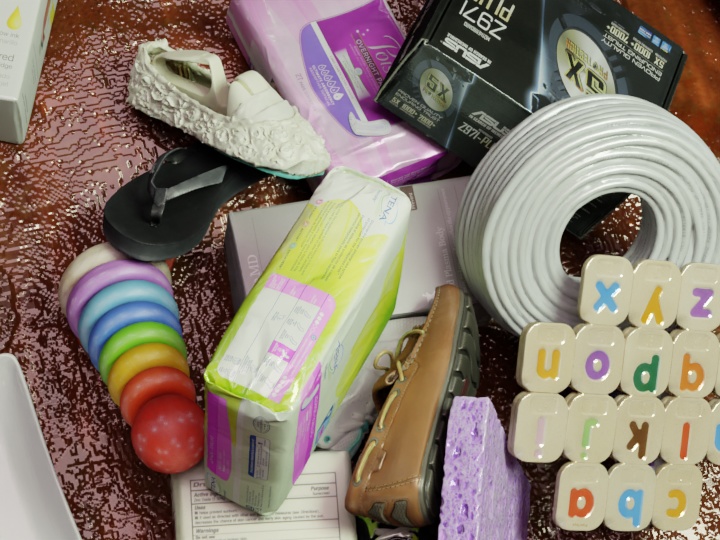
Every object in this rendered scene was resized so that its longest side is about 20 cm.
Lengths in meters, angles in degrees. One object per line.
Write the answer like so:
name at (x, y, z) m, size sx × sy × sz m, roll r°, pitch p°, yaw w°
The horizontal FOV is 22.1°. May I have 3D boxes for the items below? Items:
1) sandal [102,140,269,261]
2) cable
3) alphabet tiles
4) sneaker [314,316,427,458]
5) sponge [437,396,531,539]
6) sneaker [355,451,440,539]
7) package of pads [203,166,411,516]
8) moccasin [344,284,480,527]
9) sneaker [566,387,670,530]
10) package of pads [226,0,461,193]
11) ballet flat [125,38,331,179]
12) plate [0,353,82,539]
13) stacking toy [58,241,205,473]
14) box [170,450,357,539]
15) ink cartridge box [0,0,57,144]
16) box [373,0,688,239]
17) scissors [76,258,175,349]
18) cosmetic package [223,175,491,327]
sandal at (-0.130, -0.071, 1.396) m, size 0.076 × 0.043 × 0.200 m, roll 22°, pitch 39°, yaw 17°
cable at (0.172, -0.027, 1.332) m, size 0.200 × 0.069 × 0.200 m, roll -32°, pitch 118°, yaw 2°
alphabet tiles at (0.198, 0.088, 1.312) m, size 0.200 × 0.015 × 0.196 m, roll 3°, pitch 94°, yaw -24°
sneaker at (-0.009, 0.100, 1.369) m, size 0.200 × 0.075 × 0.089 m, roll -18°, pitch 58°, yaw -2°
sponge at (0.090, 0.174, 1.290) m, size 0.030 × 0.200 × 0.112 m, roll -1°, pitch 66°, yaw 15°
sneaker at (0.036, 0.204, 1.260) m, size 0.072 × 0.083 × 0.200 m, roll -15°, pitch 66°, yaw 5°
package of pads at (-0.037, 0.045, 1.243) m, size 0.068 × 0.155 × 0.200 m, roll 24°, pitch 58°, yaw 10°
moccasin at (0.037, 0.091, 1.289) m, size 0.078 × 0.074 × 0.201 m, roll 3°, pitch 54°, yaw 20°
sneaker at (0.196, 0.104, 1.405) m, size 0.083 × 0.081 × 0.200 m, roll -6°, pitch 60°, yaw 6°
package of pads at (-0.012, -0.149, 1.466) m, size 0.120 × 0.076 × 0.200 m, roll -23°, pitch 74°, yaw -15°
ballet flat at (-0.107, -0.129, 1.411) m, size 0.200 × 0.072 × 0.072 m, roll 24°, pitch 66°, yaw 33°
plate at (-0.314, 0.182, 1.332) m, size 0.199 × 0.032 × 0.200 m, roll -19°, pitch 72°, yaw -14°
stacking toy at (-0.155, 0.069, 1.308) m, size 0.085 × 0.085 × 0.200 m, roll -14°, pitch 43°, yaw -11°
box at (-0.066, 0.237, 1.295) m, size 0.128 × 0.109 × 0.200 m, roll -2°, pitch 69°, yaw -6°
ink cartridge box at (-0.319, -0.217, 1.455) m, size 0.145 × 0.083 × 0.200 m, roll 9°, pitch 68°, yaw -2°
box at (0.135, -0.151, 1.431) m, size 0.200 × 0.086 × 0.164 m, roll 34°, pitch 51°, yaw -8°
scissors at (-0.158, -0.019, 1.434) m, size 0.073 × 0.014 × 0.200 m, roll 20°, pitch 69°, yaw 2°
cosmetic package at (0.000, 0.000, 1.406) m, size 0.200 × 0.090 × 0.107 m, roll -10°, pitch 74°, yaw -13°
